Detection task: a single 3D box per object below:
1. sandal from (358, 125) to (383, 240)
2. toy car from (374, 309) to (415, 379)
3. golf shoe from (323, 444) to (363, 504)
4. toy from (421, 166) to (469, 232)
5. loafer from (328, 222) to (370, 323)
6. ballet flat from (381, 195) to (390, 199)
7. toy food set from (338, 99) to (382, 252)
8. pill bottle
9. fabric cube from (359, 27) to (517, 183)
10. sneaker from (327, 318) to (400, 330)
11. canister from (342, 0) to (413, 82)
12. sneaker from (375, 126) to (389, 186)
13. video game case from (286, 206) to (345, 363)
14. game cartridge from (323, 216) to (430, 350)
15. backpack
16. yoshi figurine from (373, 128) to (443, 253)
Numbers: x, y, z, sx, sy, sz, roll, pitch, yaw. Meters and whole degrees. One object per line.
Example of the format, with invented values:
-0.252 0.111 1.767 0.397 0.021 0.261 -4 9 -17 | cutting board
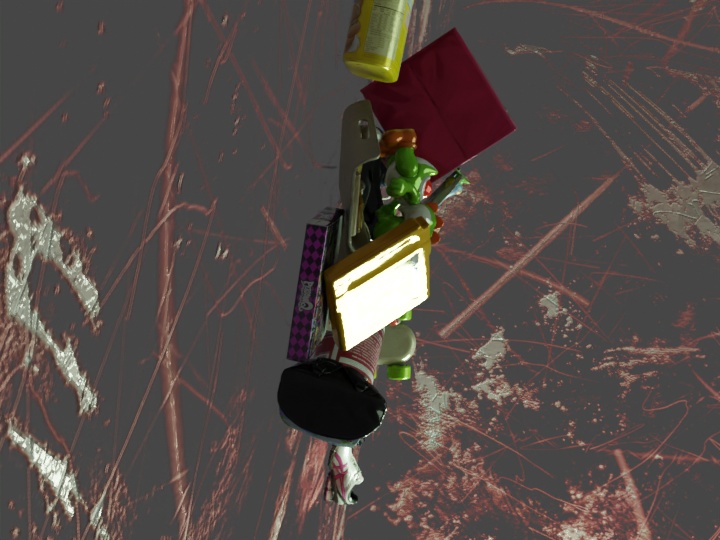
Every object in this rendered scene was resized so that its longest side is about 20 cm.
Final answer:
0.000 -0.147 1.624 0.043 0.076 0.202 -11 104 -51 | sandal
0.041 0.164 2.229 0.200 0.156 0.166 176 -85 -85 | toy car
-0.034 0.468 2.257 0.073 0.091 0.201 -64 163 -63 | golf shoe
0.118 -0.087 1.640 0.200 0.047 0.115 -50 -172 14 | toy
-0.009 -0.004 1.526 0.068 0.075 0.201 -35 -130 56 | loafer
0.024 -0.134 1.853 0.069 0.063 0.202 32 69 -83 | ballet flat
0.005 -0.142 1.467 0.144 0.060 0.201 -99 -170 -45 | toy food set
-0.019 0.132 1.674 0.113 0.112 0.201 92 11 -56 | pill bottle
0.141 -0.282 1.666 0.200 0.199 0.196 58 12 -3 | fabric cube
0.018 0.058 1.569 0.070 0.199 0.094 49 16 -45 | sneaker
0.035 -0.389 1.388 0.149 0.086 0.202 -8 110 -84 | canister
0.038 -0.201 1.747 0.200 0.087 0.076 -73 170 -56 | sneaker
-0.064 0.016 1.403 0.181 0.036 0.202 -60 160 -77 | video game case
0.030 0.021 1.419 0.176 0.032 0.200 -32 151 -16 | game cartridge
-0.046 0.196 1.431 0.200 0.162 0.155 -83 -169 -77 | backpack
0.055 -0.112 1.484 0.112 0.111 0.202 -5 82 -55 | yoshi figurine
